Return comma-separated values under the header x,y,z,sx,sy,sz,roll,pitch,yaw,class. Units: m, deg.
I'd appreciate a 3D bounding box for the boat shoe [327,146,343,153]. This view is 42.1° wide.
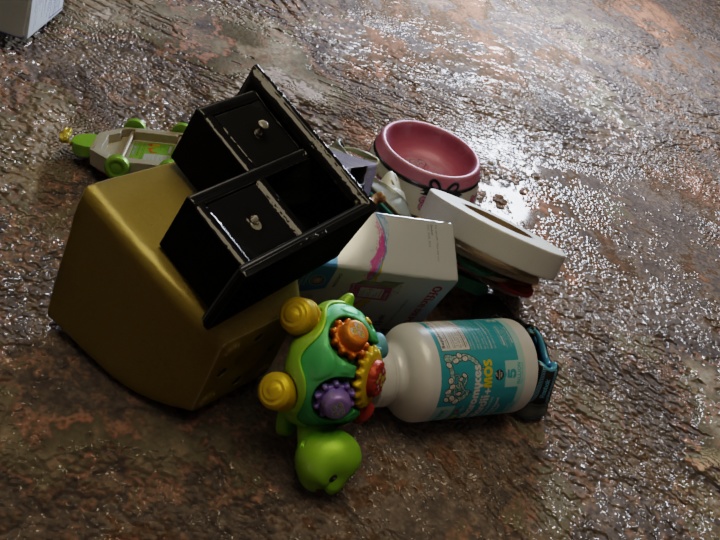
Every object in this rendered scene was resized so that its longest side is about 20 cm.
x,y,z,sx,sy,sz,roll,pitch,yaw,class
-0.077,-0.083,1.218,0.071,0.061,0.202,23,48,14,boat shoe

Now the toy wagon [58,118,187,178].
x,y,z,sx,sy,sz,roll,pitch,yaw,class
-0.308,-0.163,1.276,0.197,0.040,0.156,4,28,-5,toy wagon

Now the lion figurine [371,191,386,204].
x,y,z,sx,sy,sz,roll,pitch,yaw,class
-0.038,-0.080,1.308,0.198,0.073,0.122,22,41,27,lion figurine

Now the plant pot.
x,y,z,sx,sy,sz,roll,pitch,yaw,class
-0.179,0.026,0.987,0.200,0.196,0.193,47,42,18,plant pot

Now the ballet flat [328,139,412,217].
x,y,z,sx,sy,sz,roll,pitch,yaw,class
0.020,-0.132,1.385,0.200,0.067,0.064,39,83,27,ballet flat

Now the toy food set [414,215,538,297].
x,y,z,sx,sy,sz,roll,pitch,yaw,class
0.155,-0.020,1.278,0.197,0.049,0.200,29,11,18,toy food set

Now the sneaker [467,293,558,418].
x,y,z,sx,sy,sz,roll,pitch,yaw,class
0.197,0.089,1.175,0.072,0.083,0.201,2,38,-22,sneaker

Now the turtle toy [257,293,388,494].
x,y,z,sx,sy,sz,roll,pitch,yaw,class
-0.031,0.122,0.950,0.100,0.202,0.146,12,-7,21,turtle toy

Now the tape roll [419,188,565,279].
x,y,z,sx,sy,sz,roll,pitch,yaw,class
0.173,-0.049,1.228,0.201,0.037,0.203,24,11,-5,tape roll

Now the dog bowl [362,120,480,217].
x,y,z,sx,sy,sz,roll,pitch,yaw,class
0.100,-0.162,1.470,0.198,0.074,0.201,14,35,-10,dog bowl

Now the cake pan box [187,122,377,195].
x,y,z,sx,sy,sz,roll,pitch,yaw,class
-0.088,-0.129,1.122,0.198,0.053,0.184,18,14,10,cake pan box

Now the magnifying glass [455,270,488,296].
x,y,z,sx,sy,sz,roll,pitch,yaw,class
0.086,-0.006,1.247,0.198,0.023,0.080,23,6,-26,magnifying glass

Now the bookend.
x,y,z,sx,sy,sz,roll,pitch,yaw,class
-0.122,-0.079,0.913,0.201,0.092,0.198,50,43,9,bookend

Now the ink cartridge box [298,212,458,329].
x,y,z,sx,sy,sz,roll,pitch,yaw,class
0.000,0.000,1.124,0.198,0.145,0.086,5,60,-19,ink cartridge box

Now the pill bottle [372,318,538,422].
x,y,z,sx,sy,sz,roll,pitch,yaw,class
0.095,0.113,1.065,0.198,0.112,0.111,-1,40,-27,pill bottle

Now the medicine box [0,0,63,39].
x,y,z,sx,sy,sz,roll,pitch,yaw,class
-0.580,-0.463,1.482,0.180,0.104,0.201,15,26,-8,medicine box
